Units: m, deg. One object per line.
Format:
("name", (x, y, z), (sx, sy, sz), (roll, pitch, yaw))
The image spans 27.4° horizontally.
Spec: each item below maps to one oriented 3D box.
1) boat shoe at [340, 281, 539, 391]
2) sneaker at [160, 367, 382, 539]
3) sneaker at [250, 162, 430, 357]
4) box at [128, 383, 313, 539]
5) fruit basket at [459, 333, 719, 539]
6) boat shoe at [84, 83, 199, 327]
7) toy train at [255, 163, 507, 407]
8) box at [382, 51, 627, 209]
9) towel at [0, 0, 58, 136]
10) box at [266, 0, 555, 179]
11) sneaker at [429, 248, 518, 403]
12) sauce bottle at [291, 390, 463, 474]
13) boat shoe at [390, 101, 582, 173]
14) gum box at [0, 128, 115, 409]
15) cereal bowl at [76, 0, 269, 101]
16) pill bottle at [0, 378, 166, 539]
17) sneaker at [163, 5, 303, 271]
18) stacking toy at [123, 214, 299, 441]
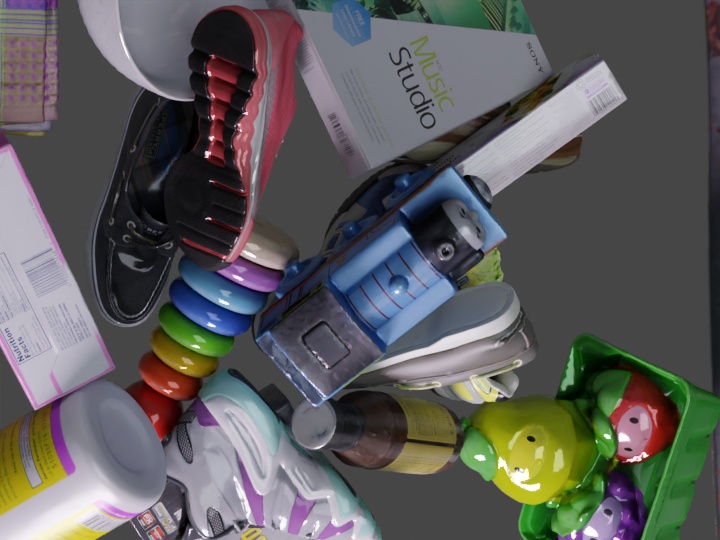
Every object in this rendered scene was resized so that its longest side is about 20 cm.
("boat shoe", (0.044, 0.065, 1.170), (0.201, 0.072, 0.060), (-16, 124, 29))
("sneaker", (-0.086, 0.186, 1.150), (0.140, 0.078, 0.200), (-44, 107, -3))
("sneaker", (0.000, 0.000, 1.176), (0.076, 0.077, 0.200), (40, 87, -26))
("box", (-0.087, 0.219, 1.223), (0.158, 0.048, 0.201), (-32, 115, -10))
("fruit basket", (0.192, 0.162, 1.277), (0.215, 0.155, 0.217), (-18, 119, -35))
("boat shoe", (-0.155, -0.048, 1.102), (0.070, 0.066, 0.201), (13, 101, -25))
("toy train", (0.015, 0.007, 1.064), (0.200, 0.114, 0.087), (-38, 105, 11))
("box", (0.109, -0.092, 1.130), (0.200, 0.039, 0.042), (-37, 111, 2))
("towel", (-0.283, -0.190, 1.031), (0.143, 0.023, 0.201), (-3, 107, -21))
("box", (0.042, -0.172, 1.106), (0.200, 0.036, 0.145), (-29, 96, -34))
("sneaker", (0.097, 0.016, 1.209), (0.075, 0.076, 0.201), (-36, 129, -46))
("sauce bottle", (0.014, 0.127, 1.179), (0.200, 0.065, 0.065), (21, 99, -59))
("boat shoe", (0.087, -0.120, 1.177), (0.199, 0.076, 0.074), (2, 102, -24))
("gum box", (-0.247, -0.009, 1.036), (0.066, 0.113, 0.201), (-27, 122, -13))
("cereal bowl", (-0.127, -0.225, 1.028), (0.200, 0.083, 0.201), (-37, 138, -42))
("pill bottle", (-0.247, 0.168, 1.084), (0.199, 0.104, 0.104), (-31, 118, 17))
("sneaker", (-0.078, -0.091, 1.048), (0.087, 0.074, 0.201), (-24, 135, -51))
("stacking toy", (-0.126, 0.050, 1.143), (0.085, 0.085, 0.201), (23, 102, -27))
